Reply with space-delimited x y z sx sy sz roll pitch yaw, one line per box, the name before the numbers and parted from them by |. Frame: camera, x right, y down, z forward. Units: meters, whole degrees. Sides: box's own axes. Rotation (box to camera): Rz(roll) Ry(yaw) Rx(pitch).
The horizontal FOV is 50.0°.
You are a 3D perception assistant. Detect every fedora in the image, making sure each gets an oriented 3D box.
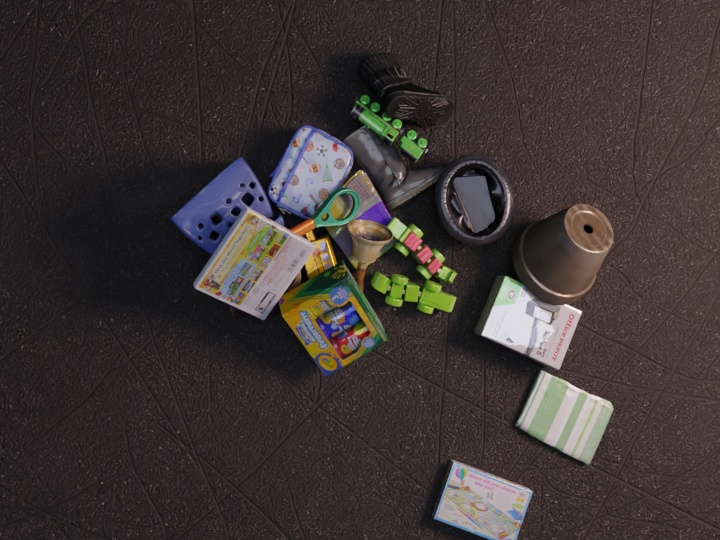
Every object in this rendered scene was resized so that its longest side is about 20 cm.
fedora | 0.251 -0.155 1.749 0.197 0.092 0.204 0 89 -4

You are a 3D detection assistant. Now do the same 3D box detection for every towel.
towel | -0.002 -0.108 1.726 0.143 0.023 0.201 -37 116 -6
towel | 0.474 0.338 1.792 0.198 0.023 0.154 26 88 -5

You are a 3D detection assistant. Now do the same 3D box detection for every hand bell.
hand bell | 0.000 0.000 1.717 0.102 0.105 0.203 12 117 -4

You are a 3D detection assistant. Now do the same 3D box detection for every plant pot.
plant pot | -0.274 -0.110 1.664 0.199 0.200 0.180 -41 99 -4
plant pot | 0.456 -0.052 1.688 0.197 0.174 0.203 7 62 -14

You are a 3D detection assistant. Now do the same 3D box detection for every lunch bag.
lunch bag | -0.116 -0.212 1.725 0.159 0.076 0.202 28 94 -4

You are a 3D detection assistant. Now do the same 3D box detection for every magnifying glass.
magnifying glass | -0.084 -0.111 1.646 0.198 0.022 0.080 -30 129 -20

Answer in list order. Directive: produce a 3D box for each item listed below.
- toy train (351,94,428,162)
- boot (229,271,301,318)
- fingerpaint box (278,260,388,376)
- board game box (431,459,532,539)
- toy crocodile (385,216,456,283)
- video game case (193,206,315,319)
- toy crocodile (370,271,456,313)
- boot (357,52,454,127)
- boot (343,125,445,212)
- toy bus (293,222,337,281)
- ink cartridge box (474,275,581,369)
toy train | 0.062 -0.313 1.713 0.199 0.042 0.057 37 76 0
boot | -0.213 0.017 1.684 0.163 0.073 0.203 -9 125 -9
fingerpaint box | -0.057 0.108 1.676 0.165 0.074 0.201 -29 123 4
board game box | 0.278 0.533 1.768 0.197 0.034 0.136 21 88 -3
toy crocodile | 0.136 -0.042 1.746 0.068 0.062 0.200 -46 104 -4
video game case | -0.217 -0.010 1.594 0.181 0.023 0.201 28 106 -34
toy crocodile | 0.119 0.049 1.749 0.197 0.062 0.069 13 101 -6
boot | 0.105 -0.412 1.749 0.080 0.209 0.159 -54 49 32
boot | 0.082 -0.258 1.758 0.180 0.073 0.202 -29 84 -6
toy bus | -0.091 -0.011 1.721 0.077 0.065 0.203 -17 99 -3
ink cartridge box | 0.380 0.118 1.757 0.197 0.084 0.147 23 87 -3
